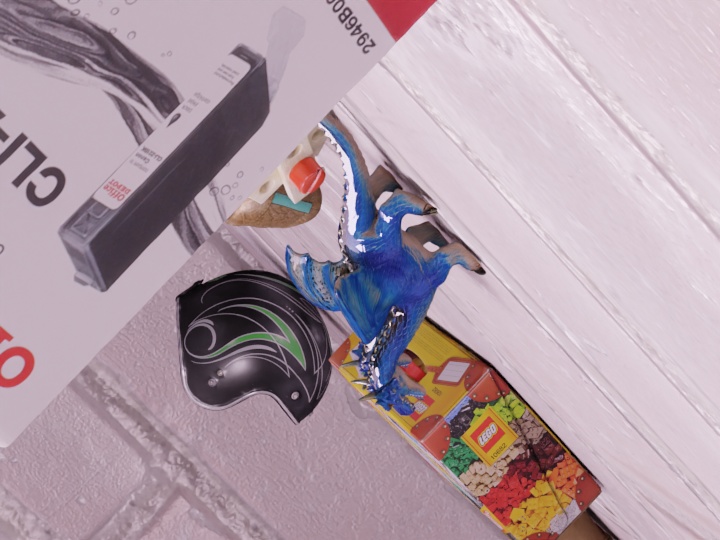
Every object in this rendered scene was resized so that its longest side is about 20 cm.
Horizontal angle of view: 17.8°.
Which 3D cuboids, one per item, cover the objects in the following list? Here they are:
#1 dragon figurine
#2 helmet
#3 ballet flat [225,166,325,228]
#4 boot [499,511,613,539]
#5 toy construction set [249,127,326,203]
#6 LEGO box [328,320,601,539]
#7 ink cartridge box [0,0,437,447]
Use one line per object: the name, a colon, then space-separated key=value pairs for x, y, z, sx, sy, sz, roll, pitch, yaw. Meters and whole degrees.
dragon figurine: x=0.000 y=0.000 z=1.241 sx=0.059 sy=0.099 sz=0.200 roll=40 pitch=173 yaw=45
helmet: x=-0.131 y=0.099 z=2.900 sx=0.200 sy=0.189 sz=0.202 roll=174 pitch=90 yaw=-89
ballet flat: x=-0.058 y=-0.070 z=1.389 sx=0.072 sy=0.068 sz=0.200 roll=17 pitch=-167 yaw=-16
boot: x=0.227 y=0.274 z=1.989 sx=0.200 sy=0.066 sz=0.175 roll=43 pitch=-172 yaw=31
toy construction set: x=-0.104 y=-0.109 z=1.255 sx=0.200 sy=0.092 sz=0.131 roll=36 pitch=149 yaw=17
LEGO box: x=0.079 y=0.119 z=1.790 sx=0.149 sy=0.077 sz=0.200 roll=47 pitch=176 yaw=-25
ink cartridge box: x=-0.080 y=-0.075 z=0.583 sx=0.084 sy=0.200 sz=0.144 roll=41 pitch=175 yaw=40
